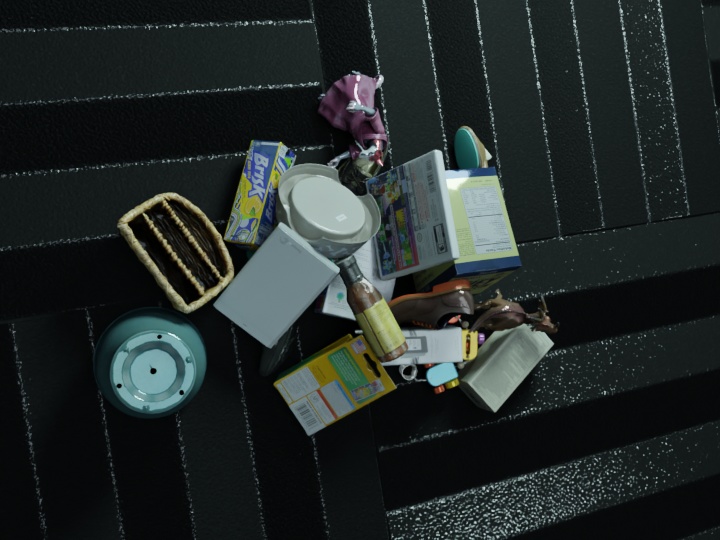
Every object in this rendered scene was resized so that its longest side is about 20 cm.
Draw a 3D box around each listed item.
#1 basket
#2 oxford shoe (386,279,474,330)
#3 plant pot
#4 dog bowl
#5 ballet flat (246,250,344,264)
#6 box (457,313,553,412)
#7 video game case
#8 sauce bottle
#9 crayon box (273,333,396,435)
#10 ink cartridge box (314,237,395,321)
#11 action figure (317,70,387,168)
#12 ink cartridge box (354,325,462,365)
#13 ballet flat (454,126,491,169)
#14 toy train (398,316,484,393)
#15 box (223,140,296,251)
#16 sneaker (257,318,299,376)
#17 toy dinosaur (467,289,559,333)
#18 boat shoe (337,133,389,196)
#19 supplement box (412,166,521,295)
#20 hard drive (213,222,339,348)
[{"bbox_3d":[-0.314,-0.039,1.217,0.143,0.149,0.200,-37,99,-16],"label":"basket"},{"bbox_3d":[0.113,0.079,1.267,0.071,0.200,0.073,15,58,-58],"label":"oxford shoe"},{"bbox_3d":[-0.353,0.164,1.177,0.200,0.188,0.200,1,88,-19],"label":"plant pot"},{"bbox_3d":[-0.064,-0.106,1.261,0.200,0.059,0.200,16,45,-16],"label":"dog bowl"},{"bbox_3d":[-0.116,-0.022,1.304,0.200,0.068,0.068,11,111,23],"label":"ballet flat"},{"bbox_3d":[0.300,0.191,1.449,0.200,0.078,0.095,-44,101,-15],"label":"box"},{"bbox_3d":[0.092,-0.097,1.268,0.023,0.182,0.200,1,76,-45],"label":"video game case"},{"bbox_3d":[0.017,0.067,1.236,0.066,0.066,0.200,-29,99,-17],"label":"sauce bottle"},{"bbox_3d":[-0.046,0.210,1.304,0.200,0.052,0.126,-30,99,13],"label":"crayon box"},{"bbox_3d":[0.000,0.000,1.357,0.136,0.076,0.200,15,85,-18],"label":"ink cartridge box"},{"bbox_3d":[0.002,-0.277,1.335,0.149,0.134,0.200,-10,61,-41],"label":"action figure"},{"bbox_3d":[0.090,0.145,1.338,0.200,0.116,0.067,-2,89,-1],"label":"ink cartridge box"},{"bbox_3d":[0.253,-0.208,1.458,0.072,0.068,0.200,-19,95,-38],"label":"ballet flat"},{"bbox_3d":[0.167,0.150,1.424,0.150,0.056,0.200,28,86,2],"label":"toy train"},{"bbox_3d":[-0.186,-0.138,1.284,0.070,0.064,0.200,8,77,25],"label":"box"},{"bbox_3d":[-0.161,0.102,1.306,0.091,0.076,0.200,21,93,7],"label":"sneaker"},{"bbox_3d":[0.296,0.086,1.355,0.200,0.135,0.086,-2,94,-47],"label":"toy dinosaur"},{"bbox_3d":[-0.007,-0.192,1.365,0.073,0.065,0.200,29,81,-17],"label":"boat shoe"},{"bbox_3d":[0.184,-0.064,1.333,0.134,0.200,0.200,-7,75,-18],"label":"supplement box"},{"bbox_3d":[-0.150,0.030,1.217,0.132,0.026,0.200,39,111,-10],"label":"hard drive"}]
